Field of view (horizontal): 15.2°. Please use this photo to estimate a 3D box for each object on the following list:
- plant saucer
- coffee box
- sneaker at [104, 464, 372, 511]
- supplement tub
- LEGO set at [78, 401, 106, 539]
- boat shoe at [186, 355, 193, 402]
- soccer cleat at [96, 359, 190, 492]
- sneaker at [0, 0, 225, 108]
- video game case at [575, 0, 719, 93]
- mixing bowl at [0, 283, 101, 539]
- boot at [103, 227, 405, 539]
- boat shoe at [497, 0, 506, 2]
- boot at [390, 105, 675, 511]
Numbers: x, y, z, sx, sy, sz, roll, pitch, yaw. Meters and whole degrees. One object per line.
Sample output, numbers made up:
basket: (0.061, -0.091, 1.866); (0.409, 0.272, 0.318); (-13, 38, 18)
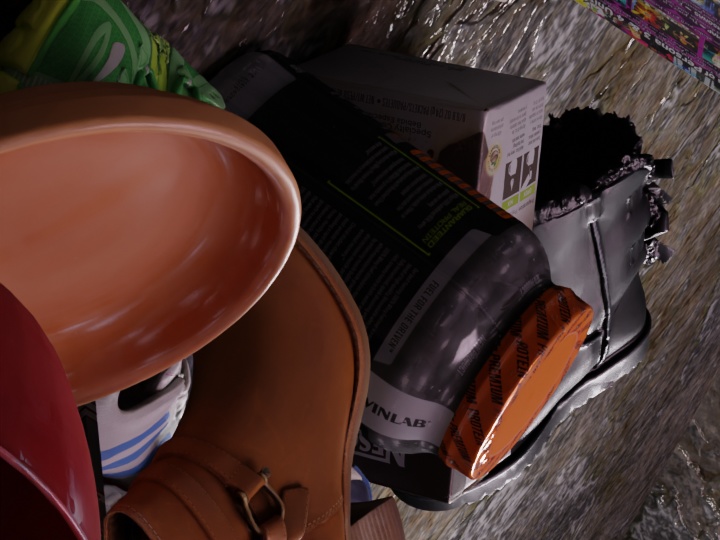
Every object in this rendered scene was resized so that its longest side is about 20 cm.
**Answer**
plant saucer: (-0.120, -0.008, 0.983); (0.199, 0.038, 0.201); (-17, 152, -9)
coffee box: (0.020, 0.000, 1.341); (0.080, 0.112, 0.202); (-29, 127, -59)
sneaker: (-0.083, 0.142, 1.271); (0.199, 0.086, 0.077); (-11, 161, -22)
supplement tub: (0.000, 0.000, 1.234); (0.123, 0.199, 0.123); (-49, 165, -18)
LEGO set: (-0.141, 0.116, 1.156); (0.154, 0.199, 0.116); (-47, -148, 25)
boat shoe: (-0.091, 0.080, 1.426); (0.071, 0.072, 0.201); (-74, -174, -52)
soccer cleat: (-0.106, 0.063, 1.279); (0.086, 0.070, 0.200); (-39, 166, 7)
sneaker: (-0.088, -0.061, 1.036); (0.074, 0.083, 0.200); (-55, 166, 5)
video game case: (0.140, -0.165, 1.321); (0.036, 0.199, 0.181); (-52, 166, -14)
mixing bowl: (-0.170, 0.058, 0.887); (0.109, 0.199, 0.201); (-78, -173, -45)
boot: (-0.058, 0.072, 1.088); (0.073, 0.201, 0.154); (-21, -178, 37)
boat shoe: (0.033, -0.164, 1.257); (0.202, 0.060, 0.073); (-1, 87, -76)
boot: (0.085, 0.017, 1.421); (0.198, 0.073, 0.163); (-35, 143, -24)
